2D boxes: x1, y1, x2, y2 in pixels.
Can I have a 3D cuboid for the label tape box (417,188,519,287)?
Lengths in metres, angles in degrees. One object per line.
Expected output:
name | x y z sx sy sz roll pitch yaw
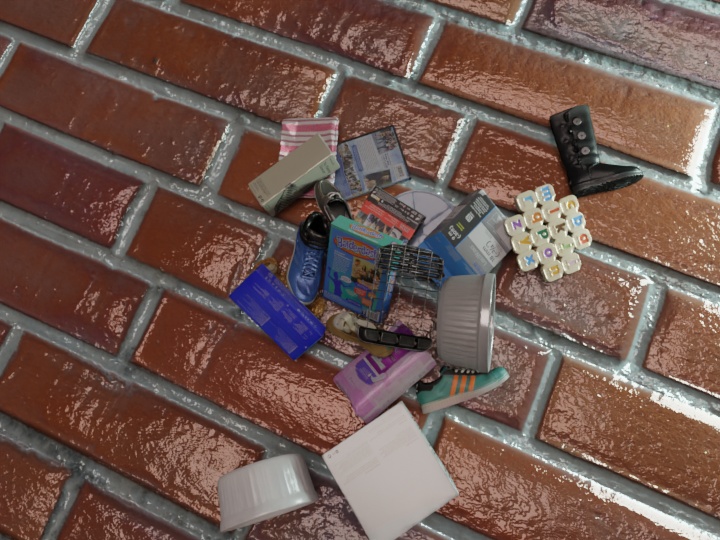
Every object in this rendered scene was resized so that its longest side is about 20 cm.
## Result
label tape box | 0.230 -0.054 1.253 0.200 0.063 0.144 -45 101 -8

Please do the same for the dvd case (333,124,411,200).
dvd case | 0.007 -0.253 1.376 0.198 0.018 0.144 -18 75 3

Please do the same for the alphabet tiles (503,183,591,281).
alphabet tiles | 0.409 -0.082 1.261 0.194 0.015 0.202 -21 89 -16

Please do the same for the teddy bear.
teddy bear | -0.168 0.048 1.300 0.144 0.067 0.201 -29 76 -4

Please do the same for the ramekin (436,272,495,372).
ramekin | 0.218 0.103 1.185 0.104 0.200 0.203 4 77 17

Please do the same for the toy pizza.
toy pizza | 0.131 -0.084 1.316 0.197 0.032 0.203 -1 79 8

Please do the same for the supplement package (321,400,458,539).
supplement package | 0.060 0.400 1.151 0.190 0.147 0.201 -33 76 -2

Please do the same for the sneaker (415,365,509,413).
sneaker | 0.211 0.231 1.214 0.198 0.071 0.081 -21 80 2

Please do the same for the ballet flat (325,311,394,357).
ballet flat | -0.006 0.119 1.226 0.199 0.064 0.069 20 53 41

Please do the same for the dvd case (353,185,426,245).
dvd case | 0.037 -0.071 1.299 0.145 0.022 0.201 33 92 23

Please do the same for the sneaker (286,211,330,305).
sneaker | -0.109 -0.033 1.256 0.076 0.111 0.202 14 63 -16

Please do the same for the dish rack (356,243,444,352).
dish rack | 0.083 0.052 1.129 0.151 0.055 0.203 10 86 -9

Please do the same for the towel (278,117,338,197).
towel | -0.129 -0.272 1.377 0.144 0.030 0.203 2 79 14

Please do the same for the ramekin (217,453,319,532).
ramekin | -0.188 0.438 1.148 0.198 0.201 0.099 -19 68 1

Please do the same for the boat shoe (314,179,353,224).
boat shoe | -0.045 -0.126 1.287 0.066 0.057 0.202 -13 71 -28

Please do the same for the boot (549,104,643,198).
boot | 0.531 -0.280 1.309 0.163 0.066 0.203 -11 72 1

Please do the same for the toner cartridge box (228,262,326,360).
toner cartridge box | -0.176 0.090 1.234 0.095 0.043 0.200 -39 101 23

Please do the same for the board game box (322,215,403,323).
board game box | 0.000 0.000 1.228 0.151 0.202 0.045 25 41 17

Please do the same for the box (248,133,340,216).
box | -0.150 -0.216 1.315 0.199 0.082 0.069 -36 74 3

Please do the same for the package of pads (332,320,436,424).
package of pads | 0.050 0.213 1.212 0.199 0.076 0.121 -39 41 -5
